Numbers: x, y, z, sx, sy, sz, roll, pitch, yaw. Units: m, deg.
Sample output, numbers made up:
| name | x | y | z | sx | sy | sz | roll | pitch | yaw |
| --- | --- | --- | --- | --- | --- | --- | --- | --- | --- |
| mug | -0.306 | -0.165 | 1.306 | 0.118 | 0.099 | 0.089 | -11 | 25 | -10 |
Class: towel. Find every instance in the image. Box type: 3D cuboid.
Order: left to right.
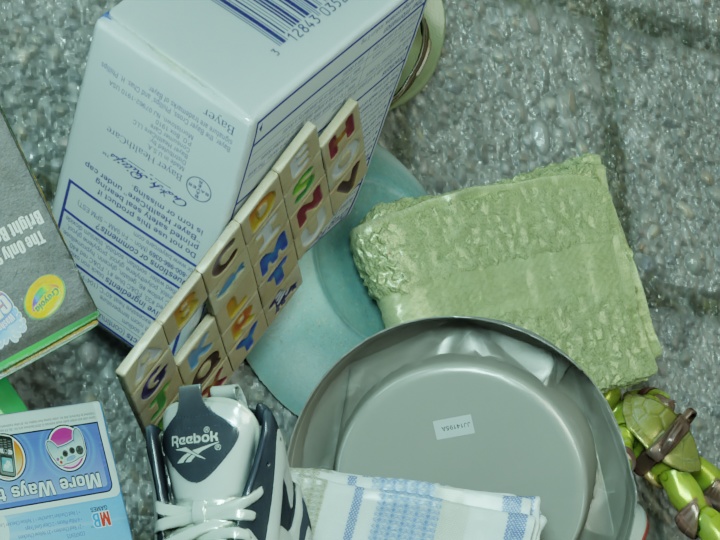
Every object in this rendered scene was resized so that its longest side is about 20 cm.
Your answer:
| name | x | y | z | sx | sy | sz | roll | pitch | yaw |
| --- | --- | --- | --- | --- | --- | --- | --- | --- | --- |
| towel | -0.008 | 0.175 | 1.514 | 0.024 | 0.200 | 0.147 | 78 | 23 | -55 |
| towel | 0.090 | 0.016 | 1.677 | 0.200 | 0.036 | 0.149 | -15 | 86 | -35 |

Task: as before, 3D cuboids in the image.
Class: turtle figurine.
| name | x | y | z | sx | sy | sz | roll | pitch | yaw |
| --- | --- | --- | --- | --- | --- | --- | --- | --- | --- |
| turtle figurine | 0.191 | 0.113 | 1.738 | 0.161 | 0.064 | 0.200 | 44 | 22 | 2 |

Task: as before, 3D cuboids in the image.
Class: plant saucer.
| name | x | y | z | sx | sy | sz | roll | pitch | yaw |
| --- | --- | --- | --- | --- | --- | --- | --- | --- | --- |
| plant saucer | 0.000 | 0.000 | 1.669 | 0.201 | 0.039 | 0.201 | 17 | 64 | -38 |

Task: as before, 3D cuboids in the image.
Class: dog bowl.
| name | x | y | z | sx | sy | sz | roll | pitch | yaw |
| --- | --- | --- | --- | --- | --- | --- | --- | --- | --- |
| dog bowl | 0.059 | 0.117 | 1.584 | 0.200 | 0.200 | 0.059 | 61 | 12 | -7 |

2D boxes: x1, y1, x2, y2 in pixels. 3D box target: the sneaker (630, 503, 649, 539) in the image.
| name | x | y | z | sx | sy | sz | roll | pitch | yaw |
| --- | --- | --- | --- | --- | --- | --- | --- | --- | --- |
| sneaker | 0.097 | 0.185 | 1.682 | 0.115 | 0.078 | 0.200 | 41 | 38 | -14 |

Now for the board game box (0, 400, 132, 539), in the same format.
| name | x | y | z | sx | sy | sz | roll | pitch | yaw |
| --- | --- | --- | --- | --- | --- | --- | --- | --- | --- |
| board game box | -0.188 | 0.170 | 1.270 | 0.200 | 0.056 | 0.196 | -5 | 79 | -44 |

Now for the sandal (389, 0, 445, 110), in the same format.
| name | x | y | z | sx | sy | sz | roll | pitch | yaw |
| --- | --- | --- | --- | --- | --- | --- | --- | --- | --- |
| sandal | 0.012 | -0.133 | 1.705 | 0.080 | 0.057 | 0.201 | 58 | 32 | -10 |

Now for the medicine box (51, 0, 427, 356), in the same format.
| name | x | y | z | sx | sy | sz | roll | pitch | yaw |
| --- | --- | --- | --- | --- | --- | --- | --- | --- | --- |
| medicine box | -0.069 | -0.078 | 1.507 | 0.103 | 0.200 | 0.182 | 34 | 45 | 13 |

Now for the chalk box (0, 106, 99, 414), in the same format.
| name | x | y | z | sx | sy | sz | roll | pitch | yaw |
| --- | --- | --- | --- | --- | --- | --- | --- | --- | --- |
| chalk box | -0.227 | 0.013 | 1.393 | 0.124 | 0.124 | 0.200 | -28 | 96 | -46 |

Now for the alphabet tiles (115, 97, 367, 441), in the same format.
| name | x | y | z | sx | sy | sz | roll | pitch | yaw |
| --- | --- | --- | --- | --- | --- | --- | --- | --- | --- |
| alphabet tiles | -0.058 | 0.003 | 1.496 | 0.008 | 0.167 | 0.200 | 34 | 76 | 14 |

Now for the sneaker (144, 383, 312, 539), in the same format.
| name | x | y | z | sx | sy | sz | roll | pitch | yaw |
| --- | --- | --- | --- | --- | --- | --- | --- | --- | --- |
| sneaker | -0.081 | 0.129 | 1.417 | 0.199 | 0.079 | 0.130 | -55 | 135 | -57 |
